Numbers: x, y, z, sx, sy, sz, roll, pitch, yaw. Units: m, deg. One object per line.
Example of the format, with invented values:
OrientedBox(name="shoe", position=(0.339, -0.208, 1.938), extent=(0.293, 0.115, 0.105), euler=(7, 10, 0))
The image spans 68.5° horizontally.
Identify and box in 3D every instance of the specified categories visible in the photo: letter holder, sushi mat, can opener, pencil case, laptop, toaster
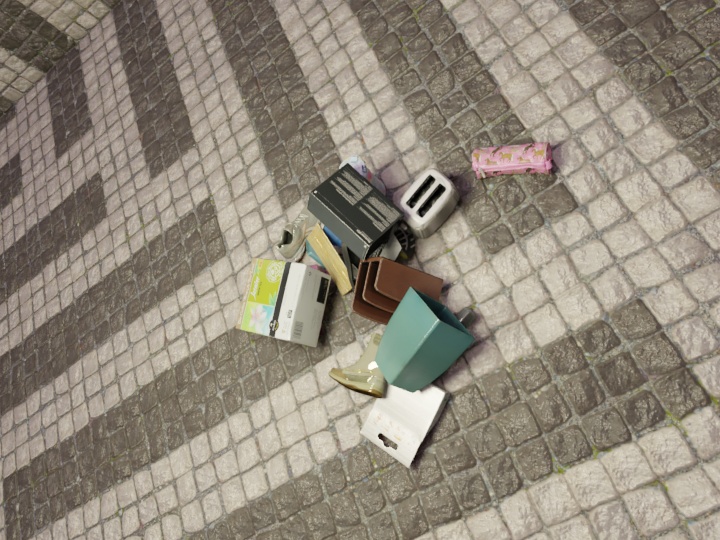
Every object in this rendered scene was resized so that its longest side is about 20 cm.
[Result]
OrientedBox(name="letter holder", position=(0.090, 0.065, 1.315), extent=(0.100, 0.198, 0.145), euler=(-4, 71, 58))
OrientedBox(name="sushi mat", position=(-0.082, -0.029, 1.485), extent=(0.202, 0.012, 0.096), euler=(57, 145, 5))
OrientedBox(name="can opener", position=(0.221, 0.181, 1.316), extent=(0.066, 0.053, 0.201), euler=(35, 96, -3))
OrientedBox(name="pencil case", position=(0.007, -0.244, 1.467), extent=(0.082, 0.200, 0.092), euler=(-12, 75, 17))
OrientedBox(name="laptop", position=(-0.004, -0.071, 1.415), extent=(0.202, 0.114, 0.188), euler=(63, 149, 27))
OrientedBox(name="toaster", position=(0.181, -0.182, 1.383), extent=(0.114, 0.129, 0.200), euler=(44, 97, 13))
OrientedBox(name="pencil case", position=(0.385, -0.277, 1.340), extent=(0.197, 0.083, 0.088), euler=(0, 74, 28))

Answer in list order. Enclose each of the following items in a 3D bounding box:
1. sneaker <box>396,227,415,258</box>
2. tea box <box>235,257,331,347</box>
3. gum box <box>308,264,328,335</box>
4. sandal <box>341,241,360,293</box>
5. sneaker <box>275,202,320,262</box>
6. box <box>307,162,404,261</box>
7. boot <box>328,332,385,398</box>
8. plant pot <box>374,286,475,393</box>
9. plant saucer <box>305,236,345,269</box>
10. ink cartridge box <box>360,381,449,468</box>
OrientedBox(name="sneaker", position=(0.073, -0.100, 1.470), extent=(0.201, 0.078, 0.091), euler=(49, 136, 20))
OrientedBox(name="tea box", position=(-0.208, 0.085, 1.441), extent=(0.194, 0.133, 0.204), euler=(6, 79, 32))
OrientedBox(name="gum box", position=(-0.164, 0.083, 1.537), extent=(0.112, 0.066, 0.204), euler=(-3, 74, 29))
OrientedBox(name="sandal", position=(-0.001, 0.000, 1.408), extent=(0.047, 0.203, 0.076), euler=(0, 32, 31))
OrientedBox(name="sneaker", position=(-0.187, -0.127, 1.593), extent=(0.075, 0.092, 0.203), euler=(14, 74, 31))
OrientedBox(name="box", position=(-0.013, -0.145, 1.301), extent=(0.200, 0.079, 0.141), euler=(43, 60, 11))
OrientedBox(name="boot", position=(0.009, 0.239, 1.390), extent=(0.198, 0.072, 0.157), euler=(3, 64, 50))
OrientedBox(name="plant pot", position=(0.134, 0.176, 1.251), extent=(0.201, 0.140, 0.142), euler=(-53, 37, 12))
OrientedBox(name="plant saucer", position=(-0.089, -0.028, 1.538), extent=(0.019, 0.071, 0.199), euler=(-32, 52, -32))
OrientedBox(name="ink cartridge box", position=(0.110, 0.356, 1.320), extent=(0.159, 0.050, 0.203), euler=(26, 91, 32))
